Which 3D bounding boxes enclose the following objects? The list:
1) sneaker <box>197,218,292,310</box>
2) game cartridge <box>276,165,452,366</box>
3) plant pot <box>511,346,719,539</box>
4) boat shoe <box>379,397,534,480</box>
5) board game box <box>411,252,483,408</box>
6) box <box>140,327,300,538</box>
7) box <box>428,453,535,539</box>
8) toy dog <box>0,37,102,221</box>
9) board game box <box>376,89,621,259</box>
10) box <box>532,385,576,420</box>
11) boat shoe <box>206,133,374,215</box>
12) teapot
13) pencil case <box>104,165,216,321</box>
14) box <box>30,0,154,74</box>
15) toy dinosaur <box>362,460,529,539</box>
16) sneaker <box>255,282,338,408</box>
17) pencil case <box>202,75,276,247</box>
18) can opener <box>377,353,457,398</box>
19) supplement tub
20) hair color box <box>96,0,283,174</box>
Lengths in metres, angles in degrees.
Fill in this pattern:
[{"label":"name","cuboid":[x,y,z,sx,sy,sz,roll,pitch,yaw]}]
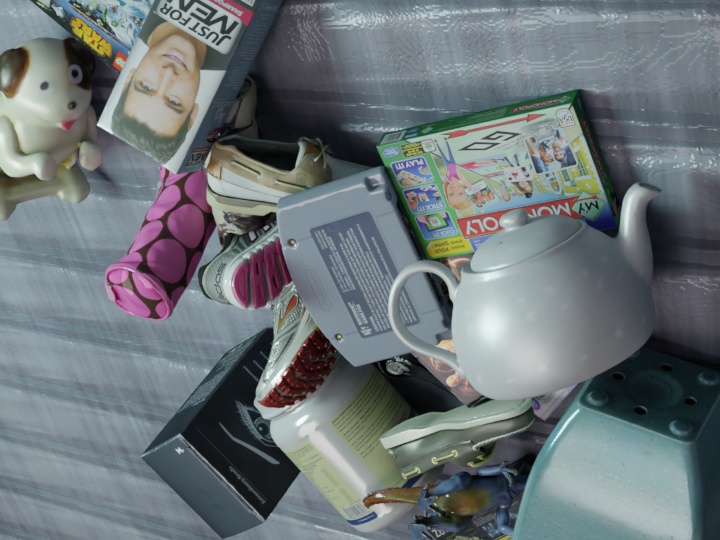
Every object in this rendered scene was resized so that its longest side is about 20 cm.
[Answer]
[{"label":"sneaker","cuboid":[-0.095,-0.021,1.436,0.087,0.200,0.074,1,118,37]},{"label":"game cartridge","cuboid":[0.000,0.000,1.380,0.132,0.041,0.201,-17,118,15]},{"label":"plant pot","cuboid":[0.276,0.189,1.357,0.195,0.196,0.201,19,128,24]},{"label":"boat shoe","cuboid":[0.109,0.178,1.476,0.201,0.072,0.061,-21,95,41]},{"label":"board game box","cuboid":[0.088,0.028,1.426,0.200,0.035,0.135,43,116,-4]},{"label":"box","cuboid":[-0.139,0.194,1.668,0.148,0.200,0.104,48,140,-10]},{"label":"box","cuboid":[0.190,0.316,1.642,0.161,0.049,0.200,43,140,-5]},{"label":"toy dog","cuboid":[-0.360,-0.180,1.569,0.200,0.139,0.195,-48,55,52]},{"label":"board game box","cuboid":[0.130,-0.086,1.301,0.199,0.029,0.135,-10,120,29]},{"label":"box","cuboid":[0.221,0.083,1.408,0.041,0.039,0.200,37,140,5]},{"label":"boat shoe","cuboid":[-0.054,-0.094,1.390,0.199,0.075,0.069,1,121,-6]},{"label":"teapot","cuboid":[0.156,0.017,1.247,0.197,0.199,0.147,-8,109,59]},{"label":"pencil case","cuboid":[-0.210,-0.040,1.507,0.093,0.201,0.091,10,139,15]},{"label":"box","cuboid":[-0.282,-0.303,1.444,0.200,0.040,0.137,40,140,0]},{"label":"toy dinosaur","cuboid":[0.133,0.227,1.509,0.200,0.181,0.106,26,127,41]},{"label":"sneaker","cuboid":[-0.062,0.056,1.512,0.082,0.201,0.078,22,171,31]},{"label":"pencil case","cuboid":[-0.130,-0.114,1.465,0.077,0.090,0.201,-8,123,6]},{"label":"can opener","cuboid":[0.099,0.107,1.506,0.199,0.079,0.063,30,149,-5]},{"label":"supplement tub","cuboid":[-0.013,0.186,1.604,0.200,0.145,0.145,49,140,-10]},{"label":"hair color box","cuboid":[-0.164,-0.205,1.349,0.099,0.061,0.201,31,106,11]}]
